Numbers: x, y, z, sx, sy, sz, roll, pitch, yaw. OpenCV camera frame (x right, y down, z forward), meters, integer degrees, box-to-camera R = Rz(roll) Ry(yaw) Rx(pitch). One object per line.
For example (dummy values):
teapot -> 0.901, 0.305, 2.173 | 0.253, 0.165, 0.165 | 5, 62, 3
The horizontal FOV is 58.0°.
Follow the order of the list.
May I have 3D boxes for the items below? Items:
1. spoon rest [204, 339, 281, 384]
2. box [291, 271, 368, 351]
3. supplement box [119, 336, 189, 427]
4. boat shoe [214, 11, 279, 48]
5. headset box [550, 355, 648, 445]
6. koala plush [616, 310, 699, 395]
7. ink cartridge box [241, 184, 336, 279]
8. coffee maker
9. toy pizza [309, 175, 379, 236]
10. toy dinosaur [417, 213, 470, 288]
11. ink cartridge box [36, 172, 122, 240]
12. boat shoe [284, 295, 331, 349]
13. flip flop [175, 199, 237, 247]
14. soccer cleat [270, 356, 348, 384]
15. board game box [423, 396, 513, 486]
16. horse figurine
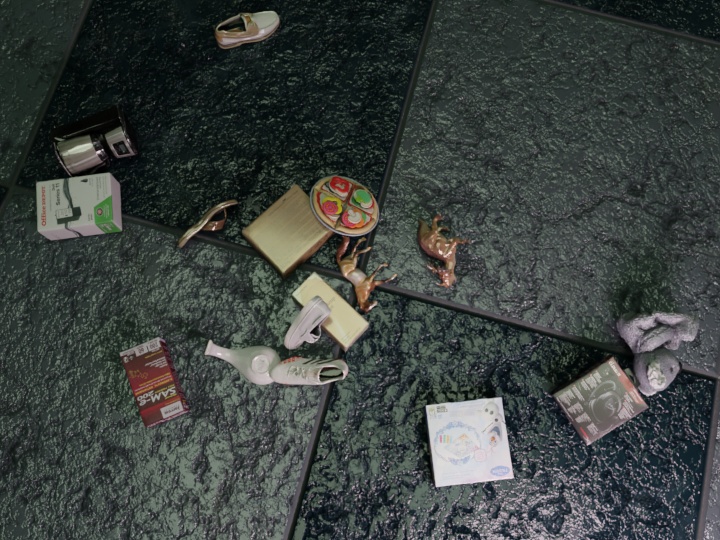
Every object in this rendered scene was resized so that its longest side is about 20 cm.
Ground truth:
spoon rest -> -0.302, 0.229, 1.680 | 0.199, 0.061, 0.100 | 21, 77, -10
box -> -0.080, 0.107, 1.698 | 0.200, 0.078, 0.095 | 42, 79, 8
supplement box -> -0.523, 0.284, 1.650 | 0.108, 0.061, 0.201 | -23, 79, -8
boat shoe -> -0.329, -0.713, 1.899 | 0.199, 0.068, 0.075 | -27, 78, -8
headset box -> 0.609, 0.322, 1.642 | 0.200, 0.077, 0.149 | -35, 79, 6
koala plush -> 0.747, 0.215, 1.660 | 0.183, 0.177, 0.201 | 5, 76, 11
ink cartridge box -> -0.190, -0.104, 1.749 | 0.200, 0.075, 0.165 | -43, 80, -11
coffee maker -> -0.726, -0.368, 1.768 | 0.199, 0.135, 0.193 | -22, 77, -8
toy pizza -> -0.039, -0.181, 1.753 | 0.199, 0.032, 0.201 | 12, 54, -17
toy dinosaur -> 0.203, -0.062, 1.750 | 0.136, 0.086, 0.200 | -44, 75, -4
ink cartridge box -> -0.755, -0.171, 1.744 | 0.199, 0.083, 0.147 | -9, 76, -3
boat shoe -> -0.130, 0.146, 1.639 | 0.068, 0.200, 0.072 | 42, 35, 11
flip flop -> -0.408, -0.122, 1.751 | 0.200, 0.081, 0.058 | -42, 98, -9
soccer cleat -> -0.130, 0.258, 1.650 | 0.199, 0.085, 0.069 | -2, 98, -4
board game box -> 0.272, 0.433, 1.646 | 0.199, 0.043, 0.200 | -5, 76, -3
horse figurine -> 0.000, 0.000, 1.735 | 0.132, 0.050, 0.200 | -42, 89, 10
